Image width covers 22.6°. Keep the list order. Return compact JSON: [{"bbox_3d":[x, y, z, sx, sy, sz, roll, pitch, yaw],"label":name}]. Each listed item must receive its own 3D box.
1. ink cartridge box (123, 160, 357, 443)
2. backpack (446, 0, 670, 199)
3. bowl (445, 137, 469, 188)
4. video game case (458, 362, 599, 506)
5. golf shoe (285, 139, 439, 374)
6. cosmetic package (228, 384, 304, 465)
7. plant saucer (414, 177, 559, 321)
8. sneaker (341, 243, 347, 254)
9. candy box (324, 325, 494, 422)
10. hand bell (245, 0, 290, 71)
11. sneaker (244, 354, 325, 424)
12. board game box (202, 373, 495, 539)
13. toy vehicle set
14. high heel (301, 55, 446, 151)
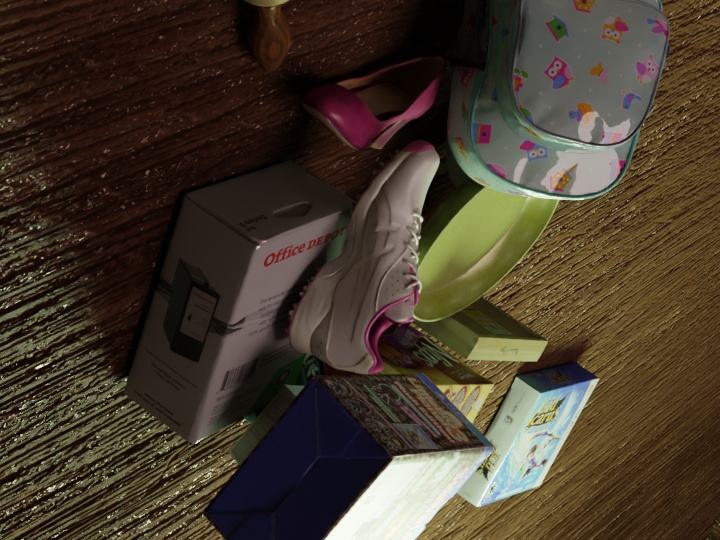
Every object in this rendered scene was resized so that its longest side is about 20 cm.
[{"bbox_3d":[-0.097,0.022,1.483,0.146,0.084,0.200,-24,141,-52],"label":"ink cartridge box"},{"bbox_3d":[0.167,-0.158,1.553,0.176,0.153,0.200,10,97,-18],"label":"backpack"},{"bbox_3d":[0.164,-0.155,1.764,0.200,0.075,0.200,0,122,-61],"label":"bowl"},{"bbox_3d":[0.224,0.217,2.400,0.200,0.045,0.181,-6,125,-60],"label":"video game case"},{"bbox_3d":[0.022,-0.007,1.459,0.200,0.091,0.075,-61,160,3],"label":"golf shoe"},{"bbox_3d":[-0.034,0.148,1.615,0.083,0.051,0.200,-48,159,13],"label":"cosmetic package"},{"bbox_3d":[0.110,-0.037,1.695,0.200,0.031,0.200,-36,155,-20],"label":"plant saucer"},{"bbox_3d":[0.000,0.000,1.607,0.082,0.074,0.200,-59,173,12],"label":"sneaker"},{"bbox_3d":[0.043,0.106,1.820,0.056,0.117,0.200,-61,155,12],"label":"candy box"},{"bbox_3d":[-0.066,-0.197,1.289,0.104,0.104,0.200,-48,168,-16],"label":"hand bell"},{"bbox_3d":[-0.060,0.063,1.608,0.071,0.080,0.200,-26,145,-46],"label":"sneaker"},{"bbox_3d":[-0.006,0.175,1.512,0.159,0.097,0.200,-50,157,16],"label":"board game box"},{"bbox_3d":[0.105,0.049,1.852,0.027,0.124,0.200,-60,156,10],"label":"toy vehicle set"},{"bbox_3d":[0.013,-0.152,1.487,0.096,0.067,0.200,-50,173,11],"label":"high heel"}]
